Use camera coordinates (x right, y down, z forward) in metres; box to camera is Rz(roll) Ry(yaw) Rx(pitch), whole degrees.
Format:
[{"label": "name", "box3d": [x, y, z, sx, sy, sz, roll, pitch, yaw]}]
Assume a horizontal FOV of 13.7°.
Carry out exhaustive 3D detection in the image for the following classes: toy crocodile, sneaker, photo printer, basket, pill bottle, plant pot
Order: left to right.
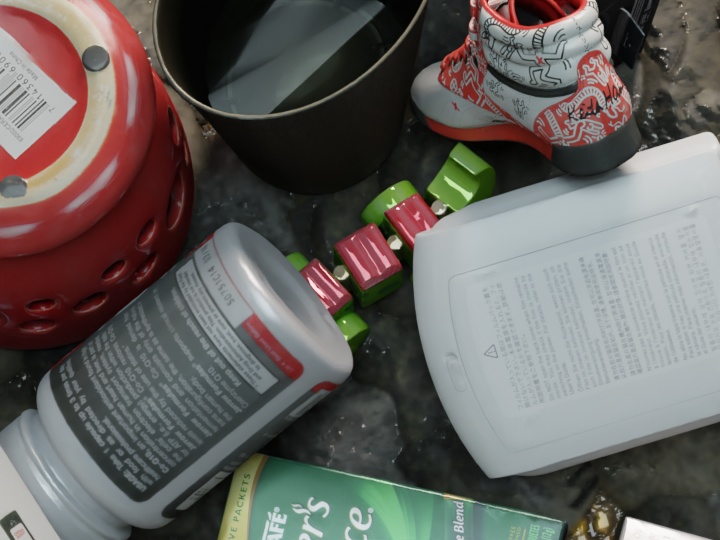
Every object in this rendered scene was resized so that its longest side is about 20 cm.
[{"label": "plant pot", "box3d": [-0.205, -0.070, 1.765, 0.200, 0.183, 0.201, -1, 74, 4]}, {"label": "pill bottle", "box3d": [-0.113, 0.075, 1.728, 0.200, 0.114, 0.114, -39, 75, 10]}, {"label": "basket", "box3d": [-0.033, -0.128, 1.764, 0.180, 0.200, 0.136, -43, 76, -12]}, {"label": "toy crocodile", "box3d": [0.000, 0.000, 1.796, 0.200, 0.062, 0.068, -36, 75, -8]}, {"label": "sneaker", "box3d": [0.085, -0.129, 1.754, 0.067, 0.201, 0.108, -30, 117, -21]}, {"label": "photo printer", "box3d": [0.135, 0.026, 1.754, 0.200, 0.069, 0.167, -18, 94, 2]}]

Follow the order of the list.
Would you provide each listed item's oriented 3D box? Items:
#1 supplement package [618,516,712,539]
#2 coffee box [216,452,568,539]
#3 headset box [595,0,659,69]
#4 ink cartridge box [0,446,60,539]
[{"label": "supplement package", "box3d": [0.224, 0.238, 1.670, 0.200, 0.120, 0.121, 15, 55, 6]}, {"label": "coffee box", "box3d": [0.010, 0.185, 1.747, 0.200, 0.044, 0.123, 13, 74, 6]}, {"label": "headset box", "box3d": [0.111, -0.209, 1.810, 0.075, 0.149, 0.200, -27, 73, -13]}, {"label": "ink cartridge box", "box3d": [-0.227, 0.207, 1.682, 0.146, 0.084, 0.200, -40, 81, 31]}]
